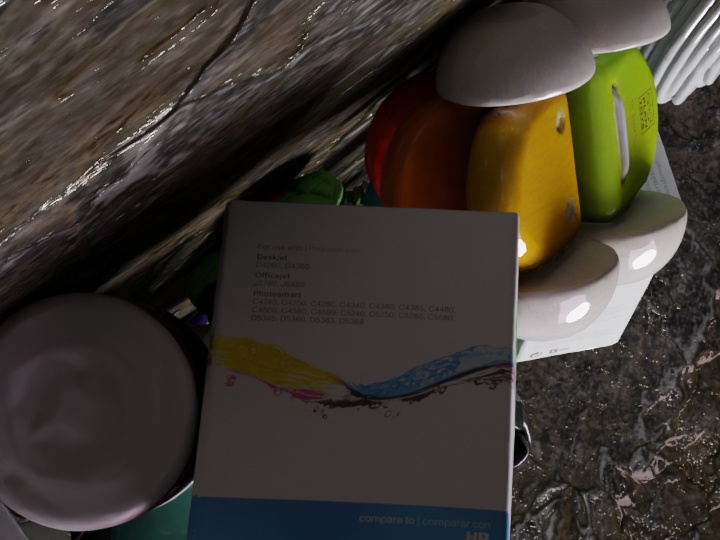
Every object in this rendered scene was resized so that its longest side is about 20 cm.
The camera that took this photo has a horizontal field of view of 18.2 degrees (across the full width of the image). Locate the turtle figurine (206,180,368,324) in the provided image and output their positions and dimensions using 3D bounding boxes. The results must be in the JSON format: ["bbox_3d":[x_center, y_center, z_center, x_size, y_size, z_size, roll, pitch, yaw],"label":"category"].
[{"bbox_3d":[0.000,0.000,1.473,0.193,0.144,0.200,-18,158,-16],"label":"turtle figurine"}]

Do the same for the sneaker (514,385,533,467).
[{"bbox_3d":[0.074,0.099,1.472,0.075,0.088,0.200,-29,163,0],"label":"sneaker"}]

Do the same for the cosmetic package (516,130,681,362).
[{"bbox_3d":[0.139,-0.032,1.472,0.081,0.113,0.200,-10,158,-13],"label":"cosmetic package"}]

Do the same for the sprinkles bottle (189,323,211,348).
[{"bbox_3d":[-0.101,0.066,1.311,0.068,0.068,0.200,-34,-168,-31],"label":"sprinkles bottle"}]

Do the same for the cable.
[{"bbox_3d":[0.234,-0.187,1.371,0.200,0.069,0.200,-43,173,-43],"label":"cable"}]

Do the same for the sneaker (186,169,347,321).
[{"bbox_3d":[-0.040,0.002,1.300,0.077,0.084,0.200,-35,177,-20],"label":"sneaker"}]

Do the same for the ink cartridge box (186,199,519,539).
[{"bbox_3d":[0.001,0.088,1.083,0.145,0.201,0.147,2,152,4],"label":"ink cartridge box"}]

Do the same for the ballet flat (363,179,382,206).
[{"bbox_3d":[0.023,-0.018,1.363,0.201,0.069,0.069,-60,168,19],"label":"ballet flat"}]

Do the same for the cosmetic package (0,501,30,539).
[{"bbox_3d":[-0.222,0.205,1.271,0.123,0.200,0.200,-36,176,-9],"label":"cosmetic package"}]

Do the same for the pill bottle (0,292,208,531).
[{"bbox_3d":[-0.126,0.069,1.123,0.111,0.111,0.200,-36,177,0],"label":"pill bottle"}]

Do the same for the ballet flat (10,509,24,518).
[{"bbox_3d":[-0.187,0.104,1.539,0.200,0.068,0.072,-33,159,18],"label":"ballet flat"}]

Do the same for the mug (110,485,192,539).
[{"bbox_3d":[-0.066,0.155,1.274,0.151,0.115,0.185,-3,-179,-5],"label":"mug"}]

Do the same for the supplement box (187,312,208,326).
[{"bbox_3d":[-0.147,0.133,1.669,0.200,0.103,0.101,-37,-158,40],"label":"supplement box"}]

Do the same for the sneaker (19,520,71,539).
[{"bbox_3d":[-0.161,0.168,1.555,0.199,0.075,0.087,-14,133,-8],"label":"sneaker"}]

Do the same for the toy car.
[{"bbox_3d":[0.084,-0.067,1.224,0.149,0.176,0.200,4,-157,34],"label":"toy car"}]

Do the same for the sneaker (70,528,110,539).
[{"bbox_3d":[-0.175,0.151,1.419,0.071,0.099,0.200,-51,-179,9],"label":"sneaker"}]
